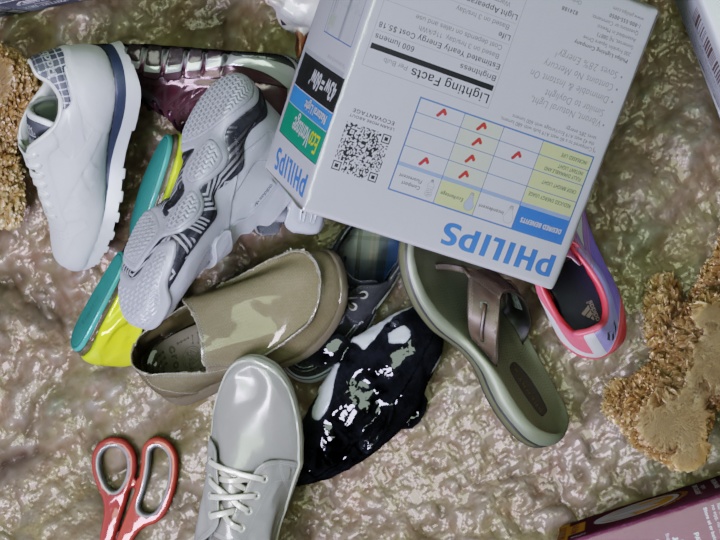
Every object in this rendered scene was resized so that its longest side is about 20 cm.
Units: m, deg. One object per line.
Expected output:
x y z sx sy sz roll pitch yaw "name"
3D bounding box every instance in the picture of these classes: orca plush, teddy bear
-0.012 0.111 1.235 0.199 0.071 0.106 -32 114 6 "orca plush"
-0.320 -0.090 1.307 0.144 0.067 0.202 23 97 18 "teddy bear"
0.267 0.056 1.221 0.143 0.067 0.202 19 85 4 "teddy bear"

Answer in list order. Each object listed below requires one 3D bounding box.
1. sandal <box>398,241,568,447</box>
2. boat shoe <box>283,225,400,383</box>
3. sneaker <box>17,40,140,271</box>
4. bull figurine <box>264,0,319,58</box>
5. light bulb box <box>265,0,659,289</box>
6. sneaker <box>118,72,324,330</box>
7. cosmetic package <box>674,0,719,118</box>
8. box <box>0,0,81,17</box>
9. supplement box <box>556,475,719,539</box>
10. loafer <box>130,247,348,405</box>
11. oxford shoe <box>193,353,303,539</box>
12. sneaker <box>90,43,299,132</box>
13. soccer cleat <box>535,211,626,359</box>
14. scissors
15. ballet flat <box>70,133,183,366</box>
0.102 0.038 1.224 0.057 0.080 0.202 -31 98 44 "sandal"
0.000 0.000 1.255 0.070 0.066 0.201 39 95 8 "boat shoe"
-0.225 -0.085 1.248 0.076 0.080 0.202 49 137 40 "sneaker"
0.016 -0.166 1.240 0.200 0.121 0.065 43 72 1 "bull figurine"
0.064 -0.121 1.115 0.196 0.125 0.202 17 101 -19 "light bulb box"
-0.094 -0.034 1.205 0.114 0.075 0.202 32 72 -32 "sneaker"
0.339 -0.180 1.155 0.198 0.166 0.169 -21 86 9 "cosmetic package"
-0.233 -0.297 1.306 0.197 0.050 0.160 -9 88 8 "box"
0.247 0.203 1.191 0.198 0.110 0.087 -19 86 8 "supplement box"
-0.094 0.045 1.238 0.199 0.067 0.077 -33 65 26 "loafer"
-0.088 0.162 1.215 0.074 0.058 0.202 14 105 17 "oxford shoe"
-0.144 -0.116 1.279 0.197 0.076 0.117 5 98 12 "sneaker"
0.140 -0.027 1.216 0.066 0.076 0.202 -25 72 8 "soccer cleat"
-0.195 0.229 1.308 0.072 0.014 0.203 11 89 7 "scissors"
-0.160 -0.010 1.275 0.066 0.067 0.201 20 108 -21 "ballet flat"
